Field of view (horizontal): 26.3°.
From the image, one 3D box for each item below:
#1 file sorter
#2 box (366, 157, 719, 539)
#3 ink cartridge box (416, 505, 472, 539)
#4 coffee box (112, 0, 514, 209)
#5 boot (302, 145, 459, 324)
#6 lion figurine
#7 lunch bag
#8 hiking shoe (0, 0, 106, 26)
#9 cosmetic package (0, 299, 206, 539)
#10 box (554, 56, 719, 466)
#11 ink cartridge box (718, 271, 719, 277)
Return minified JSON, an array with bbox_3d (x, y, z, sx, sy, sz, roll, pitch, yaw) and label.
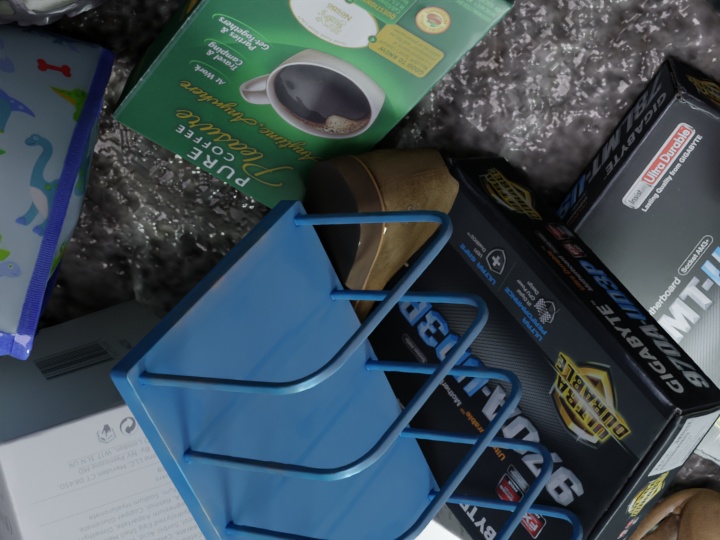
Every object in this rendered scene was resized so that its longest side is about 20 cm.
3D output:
[{"bbox_3d":[0.005,0.087,0.739,0.122,0.139,0.201,2,127,42],"label":"file sorter"},{"bbox_3d":[0.085,0.060,0.841,0.046,0.200,0.159,-6,136,-42],"label":"box"},{"bbox_3d":[0.038,0.229,1.039,0.200,0.057,0.162,40,117,-17],"label":"ink cartridge box"},{"bbox_3d":[-0.027,-0.115,0.775,0.123,0.044,0.200,27,136,-19],"label":"coffee box"},{"bbox_3d":[0.000,0.000,0.854,0.075,0.074,0.200,-20,158,-27],"label":"boot"},{"bbox_3d":[0.251,0.192,0.990,0.200,0.072,0.123,33,86,-12],"label":"lion figurine"},{"bbox_3d":[-0.225,-0.042,0.767,0.169,0.200,0.128,14,125,-9],"label":"lunch bag"},{"bbox_3d":[-0.196,-0.181,0.747,0.199,0.076,0.101,3,128,1],"label":"hiking shoe"},{"bbox_3d":[-0.134,0.143,0.844,0.122,0.199,0.201,-18,104,-17],"label":"cosmetic package"},{"bbox_3d":[0.203,0.006,0.881,0.198,0.050,0.200,25,121,-16],"label":"box"},{"bbox_3d":[0.275,-0.039,0.756,0.128,0.125,0.201,11,101,-11],"label":"ink cartridge box"}]
